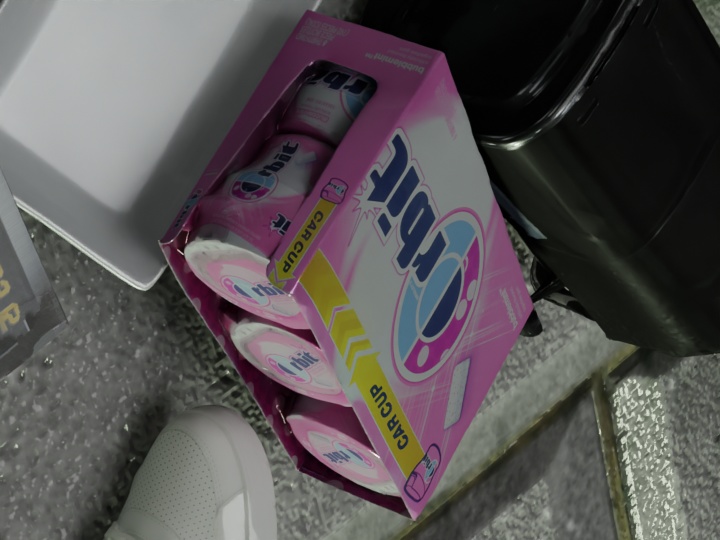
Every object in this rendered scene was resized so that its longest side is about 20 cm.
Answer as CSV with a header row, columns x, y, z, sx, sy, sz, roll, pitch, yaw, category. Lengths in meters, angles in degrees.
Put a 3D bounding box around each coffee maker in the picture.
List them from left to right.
x,y,z,sx,sy,sz,roll,pitch,yaw,category
0.120,-0.062,0.905,0.200,0.191,0.136,44,52,-46,coffee maker

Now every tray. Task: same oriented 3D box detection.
x,y,z,sx,sy,sz,roll,pitch,yaw,category
-0.076,-0.103,0.791,0.107,0.022,0.201,36,73,-23,tray

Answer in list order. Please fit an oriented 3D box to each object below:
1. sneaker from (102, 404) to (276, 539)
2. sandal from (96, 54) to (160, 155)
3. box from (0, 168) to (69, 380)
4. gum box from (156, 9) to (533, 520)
x,y,z,sx,sy,sz,roll,pitch,yaw,category
-0.105,0.152,0.832,0.115,0.073,0.202,6,100,-49,sneaker
-0.031,-0.037,0.865,0.200,0.045,0.076,28,84,-47,sandal
-0.193,-0.020,0.646,0.158,0.048,0.201,-41,130,-29,box
0.000,0.000,0.834,0.114,0.066,0.200,-59,151,-21,gum box
